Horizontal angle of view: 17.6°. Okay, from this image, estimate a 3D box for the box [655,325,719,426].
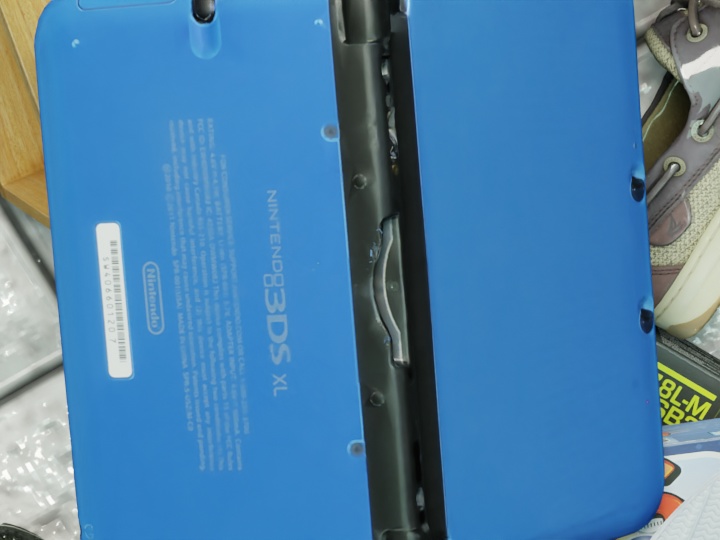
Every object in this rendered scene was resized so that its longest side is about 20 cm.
[{"bbox_3d":[0.109,0.129,0.904,0.200,0.048,0.193,30,99,-4],"label":"box"}]

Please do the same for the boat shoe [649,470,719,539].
[{"bbox_3d":[0.112,0.150,0.785,0.072,0.062,0.200,25,75,26],"label":"boat shoe"}]

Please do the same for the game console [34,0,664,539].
[{"bbox_3d":[0.000,0.000,0.767,0.170,0.118,0.200,-2,96,20],"label":"game console"}]

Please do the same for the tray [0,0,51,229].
[{"bbox_3d":[-0.127,-0.110,0.809,0.037,0.099,0.200,-25,114,-19],"label":"tray"}]

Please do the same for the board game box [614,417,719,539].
[{"bbox_3d":[0.048,0.130,0.818,0.200,0.034,0.136,-7,98,-11],"label":"board game box"}]

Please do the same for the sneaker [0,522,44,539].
[{"bbox_3d":[-0.069,0.160,0.888,0.200,0.080,0.086,40,131,-17],"label":"sneaker"}]

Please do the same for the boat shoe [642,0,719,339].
[{"bbox_3d":[0.133,-0.073,0.846,0.065,0.072,0.200,20,108,-8],"label":"boat shoe"}]
